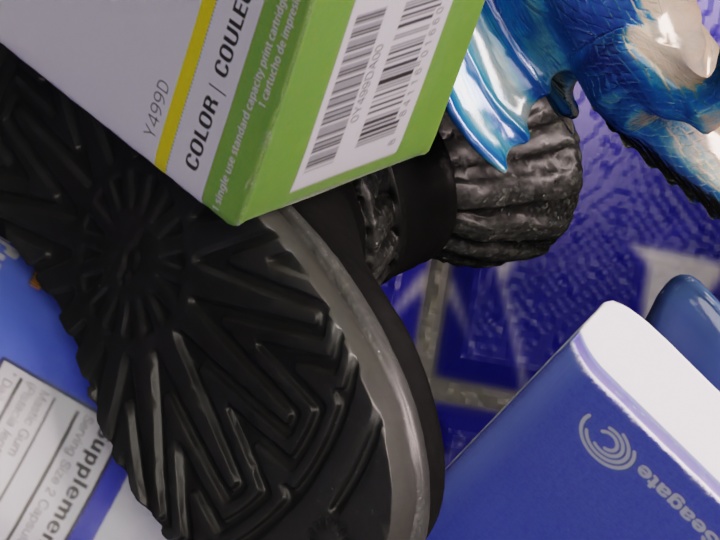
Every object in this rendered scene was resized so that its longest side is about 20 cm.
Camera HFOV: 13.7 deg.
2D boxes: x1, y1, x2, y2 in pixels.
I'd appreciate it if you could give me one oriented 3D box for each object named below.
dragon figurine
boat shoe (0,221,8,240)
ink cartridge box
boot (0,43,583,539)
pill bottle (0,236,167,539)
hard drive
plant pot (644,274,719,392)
[{"bbox_3d":[0.054,-0.061,0.743,0.099,0.059,0.201,-11,98,28],"label":"dragon figurine"},{"bbox_3d":[-0.033,0.030,0.868,0.074,0.066,0.199,-38,82,-29],"label":"boat shoe"},{"bbox_3d":[-0.056,-0.129,0.715,0.200,0.148,0.076,37,36,25],"label":"ink cartridge box"},{"bbox_3d":[0.001,-0.002,0.783,0.157,0.080,0.212,3,43,-42],"label":"boot"},{"bbox_3d":[-0.102,0.051,0.795,0.199,0.112,0.112,30,80,-10],"label":"pill bottle"},{"bbox_3d":[0.061,0.106,0.784,0.132,0.200,0.025,44,51,4],"label":"hard drive"},{"bbox_3d":[0.184,0.035,0.825,0.180,0.200,0.200,-41,84,-2],"label":"plant pot"}]
